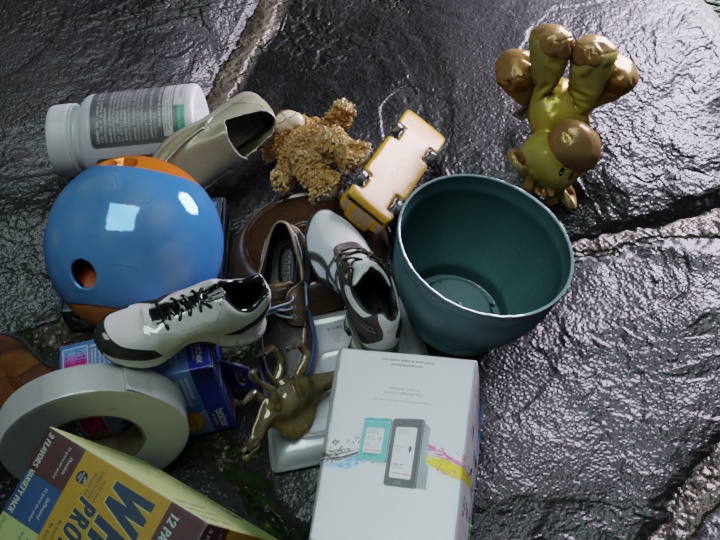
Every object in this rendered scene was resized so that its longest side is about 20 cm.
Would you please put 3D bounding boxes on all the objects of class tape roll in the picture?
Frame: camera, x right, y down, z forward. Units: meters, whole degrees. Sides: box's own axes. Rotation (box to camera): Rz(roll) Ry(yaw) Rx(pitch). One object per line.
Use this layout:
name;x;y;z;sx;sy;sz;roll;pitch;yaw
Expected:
tape roll;-0.282;0.169;1.329;0.201;0.204;0.037;-14;52;-1

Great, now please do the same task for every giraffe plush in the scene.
giraffe plush;0.236;-0.171;1.515;0.171;0.200;0.163;14;59;-11

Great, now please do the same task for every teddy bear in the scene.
teddy bear;-0.061;-0.153;1.566;0.145;0.067;0.201;-40;37;15

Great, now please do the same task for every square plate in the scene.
square plate;-0.017;0.120;1.429;0.198;0.029;0.199;-12;54;1

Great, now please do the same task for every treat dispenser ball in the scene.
treat dispenser ball;-0.253;-0.027;1.405;0.199;0.202;0.202;-4;54;6

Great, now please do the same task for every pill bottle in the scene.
pill bottle;-0.301;-0.179;1.638;0.198;0.113;0.114;-5;53;5

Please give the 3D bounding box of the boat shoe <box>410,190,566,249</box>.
boat shoe;0.150;-0.059;1.512;0.199;0.071;0.064;21;46;23

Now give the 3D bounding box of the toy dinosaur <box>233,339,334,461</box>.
toy dinosaur;-0.071;0.128;1.366;0.199;0.102;0.058;-32;18;-30

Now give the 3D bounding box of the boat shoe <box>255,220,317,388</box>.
boat shoe;-0.093;0.038;1.424;0.072;0.072;0.202;-8;65;9

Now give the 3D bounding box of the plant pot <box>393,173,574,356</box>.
plant pot;0.122;0.011;1.404;0.198;0.135;0.202;8;51;-10

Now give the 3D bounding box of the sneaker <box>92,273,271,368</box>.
sneaker;-0.181;0.043;1.298;0.199;0.080;0.074;-13;60;-33

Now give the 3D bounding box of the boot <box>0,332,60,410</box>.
boot;-0.437;0.129;1.392;0.187;0.069;0.200;25;17;25

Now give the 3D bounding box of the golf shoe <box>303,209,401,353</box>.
golf shoe;0.000;0.000;1.397;0.077;0.095;0.201;-15;62;-24

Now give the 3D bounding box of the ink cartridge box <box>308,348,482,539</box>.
ink cartridge box;0.041;0.204;1.267;0.145;0.147;0.202;4;64;10

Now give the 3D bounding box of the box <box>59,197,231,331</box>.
box;-0.262;-0.009;1.547;0.198;0.051;0.159;-4;55;6

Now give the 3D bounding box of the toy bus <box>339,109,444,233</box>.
toy bus;0.035;-0.116;1.524;0.065;0.078;0.200;38;46;-5

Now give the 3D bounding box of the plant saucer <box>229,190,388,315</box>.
plant saucer;-0.066;-0.032;1.533;0.198;0.035;0.201;-5;47;6

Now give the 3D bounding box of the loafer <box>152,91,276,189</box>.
loafer;-0.183;-0.153;1.559;0.200;0.076;0.068;-45;32;-20

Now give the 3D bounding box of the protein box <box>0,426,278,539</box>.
protein box;-0.215;0.273;1.226;0.199;0.199;0.136;25;82;24

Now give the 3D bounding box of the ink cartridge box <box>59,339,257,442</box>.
ink cartridge box;-0.218;0.126;1.389;0.198;0.137;0.077;-14;54;-1
